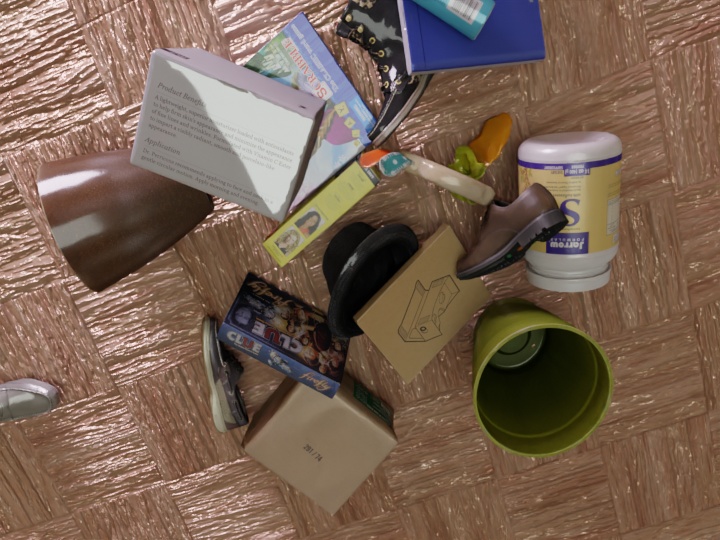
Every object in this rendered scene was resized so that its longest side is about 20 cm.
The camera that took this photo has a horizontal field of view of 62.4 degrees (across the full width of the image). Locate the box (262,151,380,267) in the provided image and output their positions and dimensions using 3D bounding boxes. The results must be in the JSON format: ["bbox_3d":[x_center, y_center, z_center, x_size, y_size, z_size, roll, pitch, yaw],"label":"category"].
[{"bbox_3d":[-0.057,-0.093,0.896,0.198,0.076,0.050,-40,102,13],"label":"box"}]

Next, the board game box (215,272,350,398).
[{"bbox_3d":[-0.111,0.098,0.922,0.196,0.137,0.035,29,121,-10],"label":"board game box"}]

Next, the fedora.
[{"bbox_3d":[0.000,0.000,0.903,0.091,0.198,0.204,42,107,31],"label":"fedora"}]

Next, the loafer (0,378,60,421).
[{"bbox_3d":[-0.607,0.226,0.995,0.192,0.070,0.072,-5,108,1],"label":"loafer"}]

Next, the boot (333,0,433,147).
[{"bbox_3d":[0.028,-0.293,0.820,0.148,0.073,0.203,33,91,-9],"label":"boot"}]

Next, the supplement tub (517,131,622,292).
[{"bbox_3d":[0.301,-0.088,0.861,0.140,0.146,0.207,-6,108,2],"label":"supplement tub"}]

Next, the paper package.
[{"bbox_3d":[-0.064,0.266,0.996,0.198,0.104,0.192,39,104,-11],"label":"paper package"}]

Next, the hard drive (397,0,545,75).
[{"bbox_3d":[0.149,-0.342,0.799,0.193,0.025,0.137,-9,91,-12],"label":"hard drive"}]

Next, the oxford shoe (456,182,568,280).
[{"bbox_3d":[0.200,-0.052,0.842,0.200,0.071,0.086,-42,67,44],"label":"oxford shoe"}]

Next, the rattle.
[{"bbox_3d":[0.112,-0.178,0.832,0.195,0.132,0.145,21,116,-17],"label":"rattle"}]

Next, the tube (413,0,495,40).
[{"bbox_3d":[0.077,-0.370,0.749,0.197,0.050,0.079,32,76,-7],"label":"tube"}]

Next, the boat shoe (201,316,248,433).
[{"bbox_3d":[-0.224,0.171,0.984,0.062,0.072,0.207,-8,106,-10],"label":"boat shoe"}]

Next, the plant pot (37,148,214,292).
[{"bbox_3d":[-0.317,-0.096,0.850,0.194,0.187,0.192,-22,108,-7],"label":"plant pot"}]

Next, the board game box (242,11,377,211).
[{"bbox_3d":[-0.097,-0.224,0.869,0.198,0.041,0.202,-37,104,11],"label":"board game box"}]

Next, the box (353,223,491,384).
[{"bbox_3d":[0.101,0.056,0.916,0.200,0.021,0.164,-44,123,-7],"label":"box"}]

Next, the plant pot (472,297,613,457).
[{"bbox_3d":[0.250,0.137,0.908,0.193,0.194,0.208,0,109,-1],"label":"plant pot"}]

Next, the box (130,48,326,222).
[{"bbox_3d":[-0.155,-0.180,0.756,0.193,0.201,0.134,21,109,-6],"label":"box"}]
